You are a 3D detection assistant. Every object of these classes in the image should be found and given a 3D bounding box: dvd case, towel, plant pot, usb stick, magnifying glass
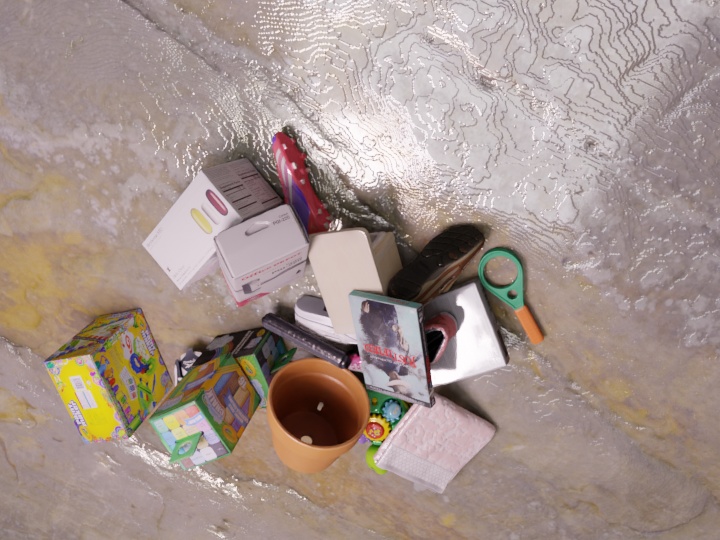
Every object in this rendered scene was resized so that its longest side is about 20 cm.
[{"bbox_3d":[0.055,0.137,1.058,0.144,0.022,0.204,11,124,35],"label":"dvd case"},{"bbox_3d":[0.150,0.349,1.223,0.198,0.032,0.192,31,103,-28],"label":"towel"},{"bbox_3d":[-0.092,0.293,1.173,0.196,0.201,0.142,22,129,3],"label":"plant pot"},{"bbox_3d":[-0.108,0.139,1.201,0.197,0.033,0.056,25,160,18],"label":"usb stick"},{"bbox_3d":[0.283,0.049,1.121,0.079,0.022,0.202,-26,103,23],"label":"magnifying glass"}]

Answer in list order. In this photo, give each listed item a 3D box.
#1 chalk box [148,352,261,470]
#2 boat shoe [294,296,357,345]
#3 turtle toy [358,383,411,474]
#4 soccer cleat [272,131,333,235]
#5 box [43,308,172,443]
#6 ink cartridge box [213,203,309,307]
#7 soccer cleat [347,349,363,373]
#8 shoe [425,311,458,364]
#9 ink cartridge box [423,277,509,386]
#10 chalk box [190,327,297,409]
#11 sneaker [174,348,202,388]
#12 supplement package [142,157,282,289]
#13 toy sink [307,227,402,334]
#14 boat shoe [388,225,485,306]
[{"bbox_3d":[-0.293,0.271,1.122,0.123,0.201,0.125,-23,107,22],"label":"chalk box"},{"bbox_3d":[-0.039,0.113,1.206,0.197,0.074,0.066,21,126,17],"label":"boat shoe"},{"bbox_3d":[0.040,0.321,1.256,0.142,0.101,0.204,-1,113,14],"label":"turtle toy"},{"bbox_3d":[-0.120,-0.149,1.108,0.075,0.067,0.203,-18,111,25],"label":"soccer cleat"},{"bbox_3d":[-0.529,0.222,1.302,0.119,0.193,0.204,-10,111,17],"label":"box"},{"bbox_3d":[-0.172,-0.022,1.071,0.143,0.200,0.086,-26,77,-15],"label":"ink cartridge box"},{"bbox_3d":[0.048,0.198,1.209,0.195,0.070,0.089,-5,92,14],"label":"soccer cleat"},{"bbox_3d":[0.090,0.153,1.106,0.199,0.091,0.072,-42,84,22],"label":"shoe"},{"bbox_3d":[0.160,0.125,1.149,0.197,0.057,0.166,-22,91,27],"label":"ink cartridge box"},{"bbox_3d":[-0.220,0.202,1.255,0.196,0.125,0.126,-11,111,20],"label":"chalk box"},{"bbox_3d":[-0.358,0.237,1.278,0.078,0.199,0.133,-3,103,-6],"label":"sneaker"},{"bbox_3d":[-0.268,-0.088,1.111,0.111,0.156,0.200,48,116,1],"label":"supplement package"},{"bbox_3d":[0.000,0.000,1.106,0.128,0.112,0.203,-6,116,28],"label":"toy sink"},{"bbox_3d":[0.136,0.000,1.079,0.198,0.076,0.074,-36,138,-7],"label":"boat shoe"}]
